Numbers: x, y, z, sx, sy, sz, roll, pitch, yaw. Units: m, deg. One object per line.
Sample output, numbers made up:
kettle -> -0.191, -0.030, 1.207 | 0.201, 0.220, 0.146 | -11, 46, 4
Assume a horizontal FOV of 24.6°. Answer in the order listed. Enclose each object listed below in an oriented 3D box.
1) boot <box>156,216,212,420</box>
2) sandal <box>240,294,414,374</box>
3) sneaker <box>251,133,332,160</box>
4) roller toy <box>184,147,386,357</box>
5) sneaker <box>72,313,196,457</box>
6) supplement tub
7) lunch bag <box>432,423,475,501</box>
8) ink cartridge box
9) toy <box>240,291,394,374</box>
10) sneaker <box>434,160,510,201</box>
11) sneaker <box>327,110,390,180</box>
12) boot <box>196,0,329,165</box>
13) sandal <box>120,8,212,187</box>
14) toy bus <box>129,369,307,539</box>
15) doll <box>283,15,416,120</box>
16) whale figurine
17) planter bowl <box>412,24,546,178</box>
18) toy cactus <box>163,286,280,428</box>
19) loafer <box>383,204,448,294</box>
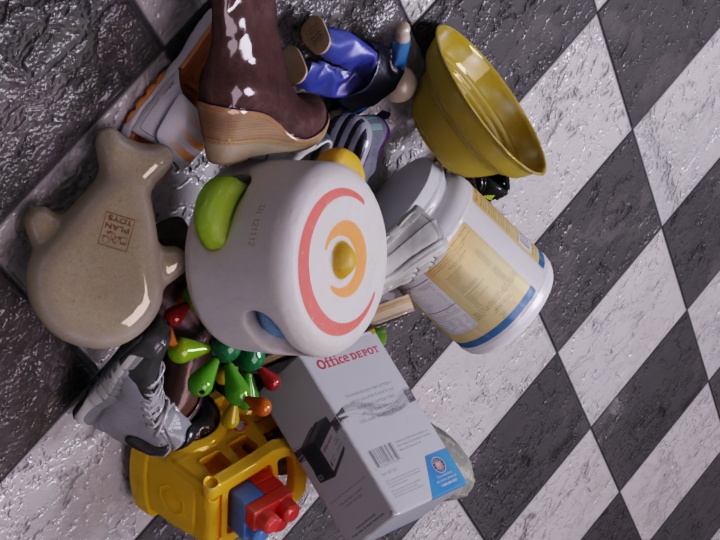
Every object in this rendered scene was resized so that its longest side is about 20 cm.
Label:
boot -> -0.207, 0.062, 1.680 | 0.187, 0.064, 0.200 | -55, 148, -17
sandal -> -0.047, 0.047, 1.808 | 0.210, 0.070, 0.078 | -19, 174, -19
sneaker -> -0.092, -0.067, 1.708 | 0.073, 0.071, 0.202 | -1, 120, -51
roller toy -> -0.062, -0.013, 1.565 | 0.199, 0.138, 0.185 | -26, 114, -52
sneaker -> -0.199, 0.121, 1.624 | 0.200, 0.115, 0.075 | -43, -167, 52
supplement tub -> 0.106, -0.017, 1.868 | 0.200, 0.144, 0.145 | 42, 82, -19
lunch bag -> 0.024, 0.217, 1.973 | 0.163, 0.199, 0.119 | 15, 105, -55
ink cartridge box -> 0.003, 0.181, 1.787 | 0.084, 0.201, 0.144 | -41, 164, 33
toy -> -0.055, 0.064, 1.875 | 0.199, 0.047, 0.116 | 11, 99, -41
sneaker -> 0.127, -0.095, 1.944 | 0.073, 0.087, 0.202 | 13, 107, -54
sneaker -> -0.021, -0.080, 1.779 | 0.087, 0.074, 0.201 | -21, 145, -55
boot -> -0.083, -0.197, 1.557 | 0.200, 0.072, 0.168 | -27, 126, -57
sandal -> -0.156, -0.162, 1.561 | 0.208, 0.059, 0.079 | -58, 146, 3
toy bus -> -0.123, 0.215, 1.797 | 0.199, 0.191, 0.137 | -28, 136, -37
doll -> 0.002, -0.211, 1.723 | 0.137, 0.049, 0.199 | -48, 151, 18
whale figurine -> -0.239, -0.029, 1.542 | 0.157, 0.104, 0.202 | 15, 89, -17
planter bowl -> 0.115, -0.166, 1.823 | 0.083, 0.202, 0.200 | -34, 152, 21
toy cactus -> -0.122, 0.058, 1.678 | 0.166, 0.101, 0.201 | -58, 137, -26
loafer -> 0.000, 0.000, 1.738 | 0.199, 0.070, 0.070 | -30, 167, -21
